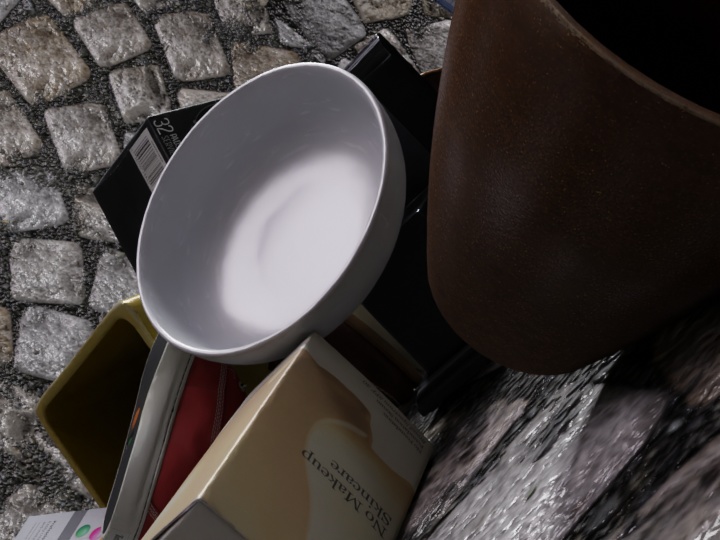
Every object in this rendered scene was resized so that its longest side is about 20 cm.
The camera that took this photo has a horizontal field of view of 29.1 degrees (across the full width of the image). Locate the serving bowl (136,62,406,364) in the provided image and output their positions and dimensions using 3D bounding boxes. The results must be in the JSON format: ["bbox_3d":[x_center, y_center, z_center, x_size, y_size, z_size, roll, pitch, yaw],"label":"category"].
[{"bbox_3d":[-0.047,-0.028,0.875,0.198,0.066,0.202,-20,54,30],"label":"serving bowl"}]

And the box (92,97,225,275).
[{"bbox_3d":[-0.100,-0.062,1.209,0.199,0.150,0.124,-20,-14,-42],"label":"box"}]

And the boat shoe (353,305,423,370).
[{"bbox_3d":[0.000,-0.002,1.058,0.063,0.201,0.074,-31,-33,-36],"label":"boat shoe"}]

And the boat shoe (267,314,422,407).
[{"bbox_3d":[-0.048,0.043,1.011,0.071,0.199,0.070,-54,2,-14],"label":"boat shoe"}]

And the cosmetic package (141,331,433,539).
[{"bbox_3d":[-0.036,0.124,0.727,0.071,0.105,0.200,-45,6,24],"label":"cosmetic package"}]

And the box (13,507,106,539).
[{"bbox_3d":[-0.183,0.230,0.953,0.198,0.041,0.157,-10,33,29],"label":"box"}]

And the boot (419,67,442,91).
[{"bbox_3d":[0.132,-0.149,1.246,0.197,0.075,0.155,-8,-6,-1],"label":"boot"}]

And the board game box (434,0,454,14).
[{"bbox_3d":[0.137,-0.182,1.031,0.062,0.199,0.200,-51,3,15],"label":"board game box"}]

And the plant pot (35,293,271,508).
[{"bbox_3d":[-0.099,0.104,1.101,0.199,0.195,0.195,-32,-8,-42],"label":"plant pot"}]

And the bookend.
[{"bbox_3d":[0.029,-0.039,0.946,0.092,0.199,0.200,-42,6,26],"label":"bookend"}]

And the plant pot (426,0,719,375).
[{"bbox_3d":[0.103,-0.050,0.571,0.187,0.186,0.201,-50,-10,-43],"label":"plant pot"}]

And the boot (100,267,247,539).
[{"bbox_3d":[-0.079,0.104,0.930,0.072,0.143,0.202,135,151,-61],"label":"boot"}]
